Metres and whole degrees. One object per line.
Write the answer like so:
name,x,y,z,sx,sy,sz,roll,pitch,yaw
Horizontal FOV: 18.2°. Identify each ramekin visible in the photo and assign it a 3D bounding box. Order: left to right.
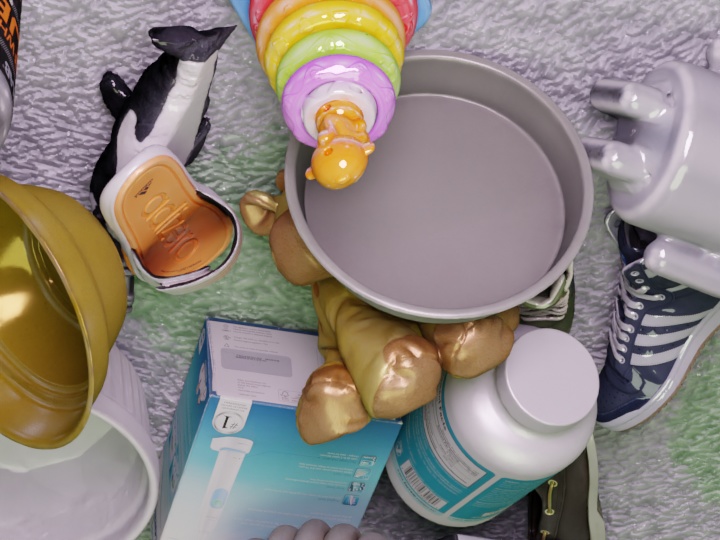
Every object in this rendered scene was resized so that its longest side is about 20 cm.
ramekin,-0.245,0.121,1.638,0.200,0.105,0.200,-2,133,-2

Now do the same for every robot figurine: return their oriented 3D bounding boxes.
robot figurine,0.243,-0.070,1.495,0.200,0.113,0.170,18,95,-19

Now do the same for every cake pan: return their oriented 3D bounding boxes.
cake pan,0.049,-0.050,1.451,0.200,0.201,0.037,1,151,-6

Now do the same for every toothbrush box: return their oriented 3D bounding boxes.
toothbrush box,-0.067,0.141,1.683,0.146,0.085,0.200,8,131,-13

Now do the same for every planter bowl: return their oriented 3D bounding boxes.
planter bowl,-0.211,0.009,1.464,0.083,0.200,0.201,-30,148,-39

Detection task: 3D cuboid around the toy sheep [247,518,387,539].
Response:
toy sheep,-0.036,0.246,1.645,0.199,0.138,0.138,-7,133,7

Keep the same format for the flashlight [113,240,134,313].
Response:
flashlight,-0.255,-0.003,1.550,0.199,0.068,0.068,3,124,-7

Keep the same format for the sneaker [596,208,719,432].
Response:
sneaker,0.199,0.026,1.607,0.108,0.070,0.200,21,121,-28

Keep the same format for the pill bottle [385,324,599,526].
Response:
pill bottle,0.097,0.106,1.594,0.111,0.111,0.200,13,156,-16

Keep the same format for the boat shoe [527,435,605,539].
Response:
boat shoe,0.148,0.148,1.716,0.060,0.072,0.201,-11,135,1

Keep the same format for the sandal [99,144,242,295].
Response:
sandal,-0.118,-0.019,1.483,0.079,0.059,0.207,-44,163,-2

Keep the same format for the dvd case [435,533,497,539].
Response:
dvd case,0.093,0.241,1.767,0.200,0.018,0.143,14,151,-42

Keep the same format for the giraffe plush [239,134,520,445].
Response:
giraffe plush,0.000,0.000,1.513,0.172,0.200,0.162,-27,101,-4

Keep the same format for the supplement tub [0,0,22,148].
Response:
supplement tub,-0.265,-0.131,1.339,0.122,0.200,0.123,-2,134,-2

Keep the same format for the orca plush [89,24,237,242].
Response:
orca plush,-0.149,-0.102,1.462,0.071,0.105,0.200,39,151,10

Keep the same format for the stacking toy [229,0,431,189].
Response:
stacking toy,-0.014,-0.117,1.372,0.116,0.200,0.110,-22,130,14

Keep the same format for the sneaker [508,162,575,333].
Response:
sneaker,0.116,0.002,1.566,0.067,0.090,0.200,-11,133,2
